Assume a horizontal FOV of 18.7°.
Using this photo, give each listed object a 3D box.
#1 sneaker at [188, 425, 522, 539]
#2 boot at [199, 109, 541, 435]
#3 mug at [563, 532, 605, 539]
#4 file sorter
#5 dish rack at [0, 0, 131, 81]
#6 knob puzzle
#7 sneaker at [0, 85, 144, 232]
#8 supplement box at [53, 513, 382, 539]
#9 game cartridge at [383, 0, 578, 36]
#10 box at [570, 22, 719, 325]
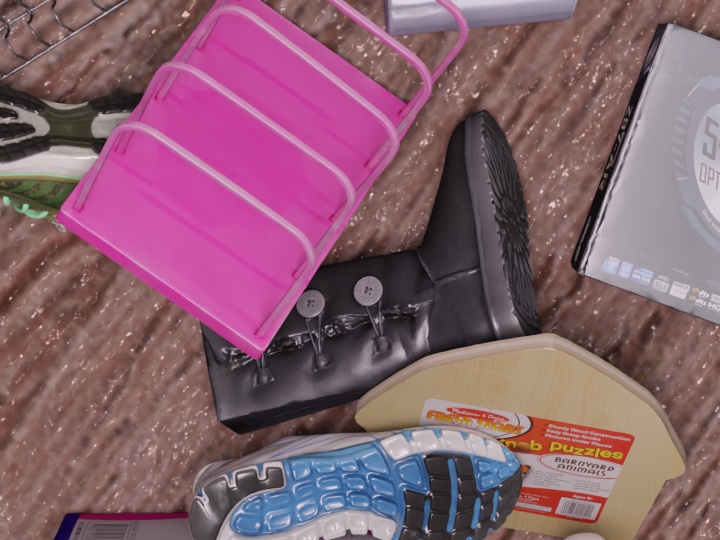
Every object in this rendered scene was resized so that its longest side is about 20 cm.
[{"bbox_3d":[-0.006,0.120,1.273,0.198,0.087,0.076,-3,104,-11],"label":"sneaker"},{"bbox_3d":[0.000,0.001,1.308,0.199,0.066,0.166,-18,52,20],"label":"boot"},{"bbox_3d":[0.147,0.254,1.285,0.146,0.175,0.202,-10,95,-1],"label":"mug"},{"bbox_3d":[-0.048,-0.086,1.222,0.139,0.125,0.201,35,56,-3],"label":"file sorter"},{"bbox_3d":[-0.215,-0.192,1.292,0.199,0.055,0.154,-31,95,2],"label":"dish rack"},{"bbox_3d":[0.095,0.089,1.282,0.218,0.220,0.031,11,54,-2],"label":"knob puzzle"},{"bbox_3d":[-0.192,-0.054,1.292,0.198,0.077,0.089,5,133,-7],"label":"sneaker"},{"bbox_3d":[-0.082,0.203,1.311,0.198,0.101,0.104,-1,96,-1],"label":"supplement box"},{"bbox_3d":[0.072,-0.246,1.301,0.132,0.041,0.202,-7,97,-7],"label":"game cartridge"},{"bbox_3d":[0.247,-0.041,1.323,0.199,0.044,0.161,21,95,-3],"label":"box"}]
